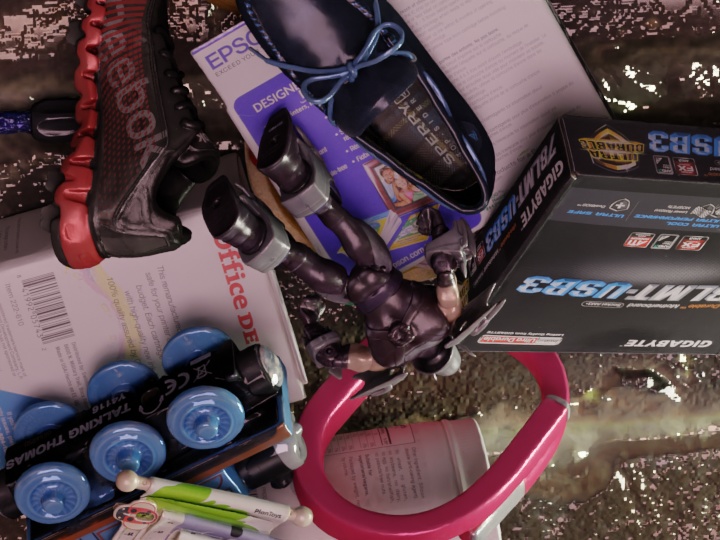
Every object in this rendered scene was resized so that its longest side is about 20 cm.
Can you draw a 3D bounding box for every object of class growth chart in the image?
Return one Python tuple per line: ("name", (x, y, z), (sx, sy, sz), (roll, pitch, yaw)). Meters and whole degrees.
("growth chart", (-0.106, 0.200, 1.510), (0.145, 0.018, 0.200), (10, 128, -20))

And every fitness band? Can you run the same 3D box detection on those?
("fitness band", (0.045, 0.096, 1.550), (0.144, 0.200, 0.037), (29, 146, 23))

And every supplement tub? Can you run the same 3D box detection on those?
("supplement tub", (-0.015, 0.172, 1.600), (0.200, 0.132, 0.132), (-7, 113, -4))

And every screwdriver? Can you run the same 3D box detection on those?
("screwdriver", (-0.241, -0.088, 1.516), (0.200, 0.029, 0.028), (-5, 113, -10))

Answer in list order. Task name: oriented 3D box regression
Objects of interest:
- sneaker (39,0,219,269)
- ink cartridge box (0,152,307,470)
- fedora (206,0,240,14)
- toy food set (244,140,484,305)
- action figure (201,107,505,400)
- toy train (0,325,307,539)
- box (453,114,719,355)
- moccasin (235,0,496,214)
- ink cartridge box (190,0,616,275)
("sneaker", (-0.127, -0.097, 1.468), (0.098, 0.071, 0.201), (3, 77, 11))
("ink cartridge box", (-0.147, 0.029, 1.549), (0.200, 0.085, 0.145), (-15, 114, 2))
("fedora", (-0.046, -0.249, 1.447), (0.200, 0.082, 0.201), (-2, 113, -6))
("toy food set", (0.028, -0.078, 1.546), (0.200, 0.049, 0.198), (-26, 113, 4))
("action figure", (0.000, 0.000, 1.470), (0.130, 0.069, 0.200), (-40, 119, 12))
("toy train", (-0.124, 0.114, 1.498), (0.200, 0.087, 0.114), (-26, 126, 12))
("box", (0.174, -0.015, 1.514), (0.200, 0.050, 0.199), (3, 146, -22))
("moccasin", (0.013, -0.109, 1.412), (0.200, 0.068, 0.080), (37, 106, -23))
("ink cartridge box", (0.029, -0.109, 1.477), (0.198, 0.043, 0.200), (-29, 119, 7))
